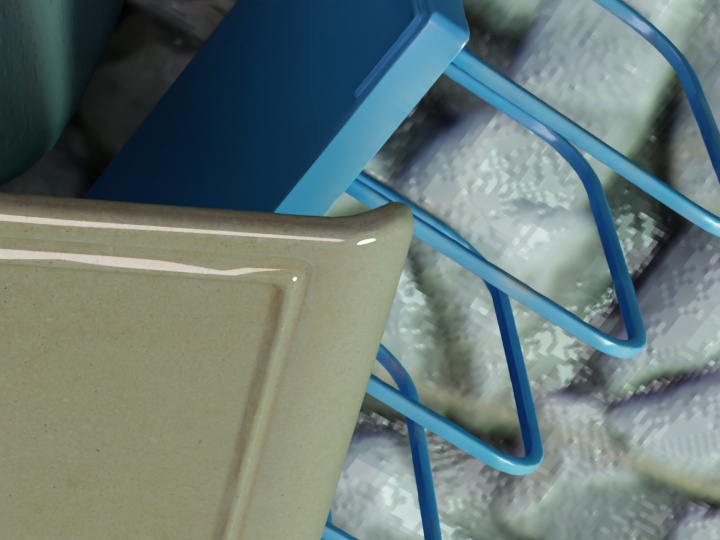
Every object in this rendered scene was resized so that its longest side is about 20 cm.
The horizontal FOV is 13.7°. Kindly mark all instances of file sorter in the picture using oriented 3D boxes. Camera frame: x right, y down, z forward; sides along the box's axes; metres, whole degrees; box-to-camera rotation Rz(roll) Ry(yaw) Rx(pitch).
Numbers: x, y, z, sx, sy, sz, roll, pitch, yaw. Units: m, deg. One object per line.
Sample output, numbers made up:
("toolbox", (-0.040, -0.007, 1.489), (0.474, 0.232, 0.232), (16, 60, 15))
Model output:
("file sorter", (0.000, 0.000, 0.864), (0.123, 0.139, 0.200), (31, 113, -21))

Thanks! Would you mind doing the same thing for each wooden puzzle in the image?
("wooden puzzle", (-0.098, 0.036, 0.749), (0.200, 0.037, 0.185), (0, 142, -13))

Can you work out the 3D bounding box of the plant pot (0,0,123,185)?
("plant pot", (-0.170, -0.105, 0.765), (0.196, 0.200, 0.196), (-3, 119, 0))
